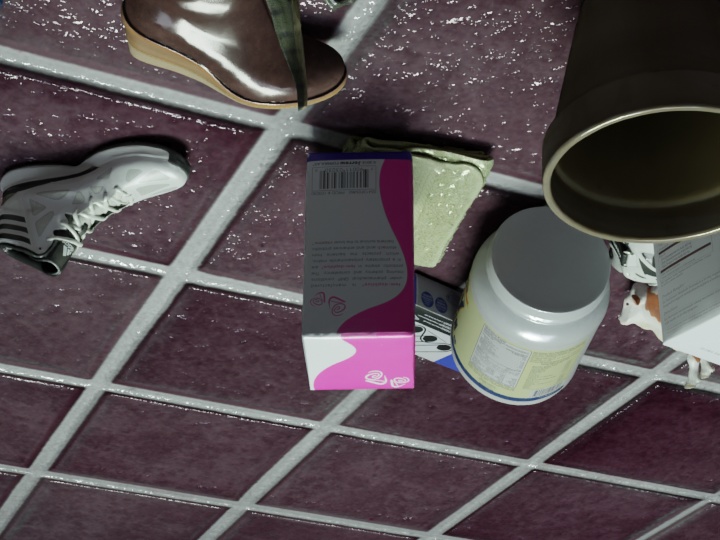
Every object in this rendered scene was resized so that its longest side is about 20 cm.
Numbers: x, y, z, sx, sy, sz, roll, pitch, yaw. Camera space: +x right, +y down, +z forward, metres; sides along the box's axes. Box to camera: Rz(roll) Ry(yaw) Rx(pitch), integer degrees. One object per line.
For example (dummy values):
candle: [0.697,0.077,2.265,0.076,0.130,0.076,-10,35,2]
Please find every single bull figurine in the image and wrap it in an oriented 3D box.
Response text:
bull figurine: [0.383,0.054,1.754,0.199,0.122,0.065,-15,-176,11]

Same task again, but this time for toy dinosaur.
toy dinosaur: [-0.049,-0.229,1.240,0.088,0.201,0.047,-23,-172,-30]

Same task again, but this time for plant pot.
plant pot: [0.243,-0.146,1.330,0.199,0.174,0.200,0,151,0]

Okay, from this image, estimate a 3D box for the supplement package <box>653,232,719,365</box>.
supplement package: [0.350,-0.025,1.516,0.113,0.201,0.109,18,146,-31]

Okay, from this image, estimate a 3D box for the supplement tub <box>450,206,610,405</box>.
supplement tub: [0.177,0.037,1.681,0.144,0.146,0.200,3,150,-6]

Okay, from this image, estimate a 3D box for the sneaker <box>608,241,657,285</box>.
sneaker: [0.282,-0.029,1.637,0.088,0.074,0.200,-20,145,27]

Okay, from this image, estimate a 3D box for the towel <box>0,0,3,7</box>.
towel: [-0.386,-0.247,1.277,0.111,0.049,0.200,-21,144,32]

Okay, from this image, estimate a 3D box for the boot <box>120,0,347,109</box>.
boot: [-0.094,-0.209,1.319,0.199,0.073,0.167,10,151,-10]

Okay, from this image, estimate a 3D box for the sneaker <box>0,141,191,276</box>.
sneaker: [-0.257,-0.050,1.556,0.199,0.116,0.076,-10,149,16]

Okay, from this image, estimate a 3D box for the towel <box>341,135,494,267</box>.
towel: [0.037,-0.067,1.608,0.148,0.037,0.200,8,149,-12]

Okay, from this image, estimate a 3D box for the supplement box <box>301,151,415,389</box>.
supplement box: [0.000,0.000,1.492,0.101,0.201,0.104,0,146,2]

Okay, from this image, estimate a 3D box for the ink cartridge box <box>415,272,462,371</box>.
ink cartridge box: [0.106,0.068,1.836,0.199,0.044,0.094,22,145,-34]
